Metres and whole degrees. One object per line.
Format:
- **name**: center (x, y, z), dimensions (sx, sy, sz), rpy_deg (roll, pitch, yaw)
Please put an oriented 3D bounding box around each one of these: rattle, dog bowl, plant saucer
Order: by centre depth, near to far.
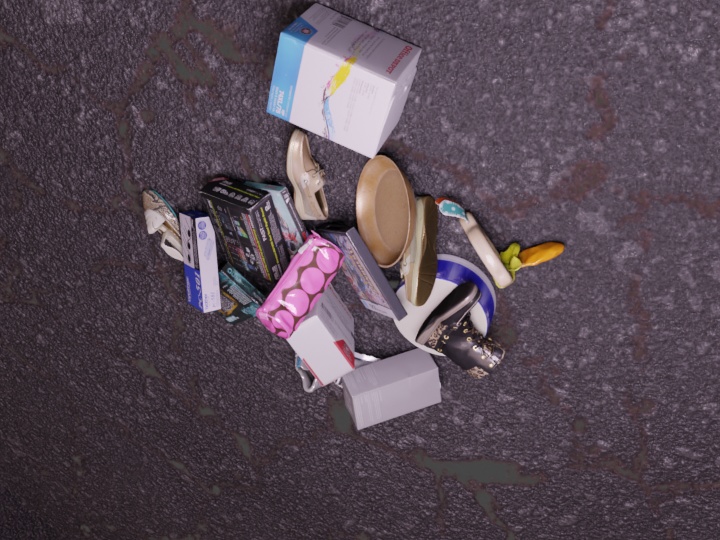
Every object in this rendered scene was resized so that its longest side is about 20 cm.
- **rattle**: center (0.244, -0.080, 1.338), dimensions (0.142, 0.130, 0.201), rpy_deg (-34, 80, 29)
- **plant saucer**: center (0.051, -0.108, 1.361), dimensions (0.035, 0.201, 0.201), rpy_deg (-6, 139, -26)
- **dog bowl**: center (0.164, 0.070, 1.483), dimensions (0.198, 0.079, 0.202), rpy_deg (13, 130, 15)

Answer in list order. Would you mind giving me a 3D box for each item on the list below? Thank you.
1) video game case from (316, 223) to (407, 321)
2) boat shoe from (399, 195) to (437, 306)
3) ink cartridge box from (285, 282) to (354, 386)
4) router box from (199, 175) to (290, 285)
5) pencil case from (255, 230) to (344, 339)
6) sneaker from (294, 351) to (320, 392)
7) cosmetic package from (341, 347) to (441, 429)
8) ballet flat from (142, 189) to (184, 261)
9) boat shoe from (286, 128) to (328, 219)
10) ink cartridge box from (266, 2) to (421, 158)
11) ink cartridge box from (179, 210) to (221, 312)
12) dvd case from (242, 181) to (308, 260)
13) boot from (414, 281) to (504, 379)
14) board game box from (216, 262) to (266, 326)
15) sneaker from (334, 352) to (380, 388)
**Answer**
- **video game case**: center (0.000, 0.000, 1.458), dimensions (0.201, 0.025, 0.180), rpy_deg (58, 166, -16)
- **boat shoe**: center (0.100, -0.036, 1.385), dimensions (0.062, 0.073, 0.204), rpy_deg (2, 89, 34)
- **ink cartridge box**: center (-0.081, 0.114, 1.540), dimensions (0.083, 0.201, 0.145), rpy_deg (-29, 113, 13)
- **router box**: center (-0.229, -0.081, 1.520), dimensions (0.149, 0.062, 0.202), rpy_deg (22, 142, 33)
- **pencil case**: center (-0.118, 0.026, 1.417), dimensions (0.090, 0.201, 0.094), rpy_deg (24, 164, 28)
- **sneaker**: center (-0.117, 0.178, 1.671), dimensions (0.074, 0.087, 0.202), rpy_deg (-8, 104, 30)
- **cosmetic package**: center (0.067, 0.250, 1.600), dimensions (0.198, 0.090, 0.108), rpy_deg (-17, 126, -13)
- **ballet flat**: center (-0.416, -0.084, 1.633), dimensions (0.067, 0.076, 0.200), rpy_deg (-22, 115, 45)
- **boat shoe**: center (-0.096, -0.178, 1.419), dimensions (0.064, 0.073, 0.202), rpy_deg (7, 134, 13)
- **ink cartridge box**: center (-0.026, -0.311, 1.227), dimensions (0.198, 0.147, 0.147), rpy_deg (25, 132, 6)
- **ink cartridge box**: center (-0.341, -0.020, 1.598), dimensions (0.094, 0.044, 0.203), rpy_deg (18, 115, 54)
- **dvd case**: center (-0.157, -0.084, 1.513), dimensions (0.145, 0.022, 0.201), rpy_deg (15, 138, 48)
- **boot**: center (0.205, 0.117, 1.397), dimensions (0.150, 0.073, 0.200), rpy_deg (36, 136, -3)
- **board game box**: center (-0.291, 0.058, 1.678), dimensions (0.135, 0.028, 0.199), rpy_deg (44, 149, -16)
- **sneaker**: center (-0.007, 0.230, 1.658), dimensions (0.198, 0.081, 0.076), rpy_deg (18, 145, -16)
